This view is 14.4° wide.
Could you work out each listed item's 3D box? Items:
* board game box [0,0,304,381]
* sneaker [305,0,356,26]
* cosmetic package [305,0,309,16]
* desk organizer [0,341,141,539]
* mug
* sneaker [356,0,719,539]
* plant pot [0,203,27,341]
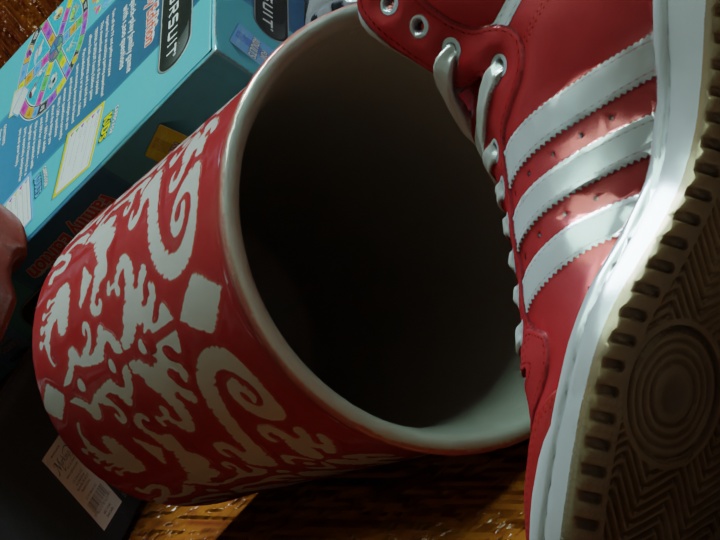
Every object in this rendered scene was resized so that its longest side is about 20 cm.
[{"bbox_3d":[-0.101,-0.056,1.125,0.200,0.047,0.151,-42,29,28],"label":"board game box"},{"bbox_3d":[0.063,-0.105,0.940,0.199,0.088,0.074,3,-17,-44],"label":"sneaker"},{"bbox_3d":[0.022,-0.121,1.235,0.150,0.052,0.200,0,-1,-18],"label":"cosmetic package"},{"bbox_3d":[-0.145,0.110,1.022,0.077,0.072,0.200,-37,12,21],"label":"desk organizer"},{"bbox_3d":[-0.002,0.011,0.909,0.200,0.177,0.134,-27,59,60],"label":"mug"},{"bbox_3d":[0.048,-0.017,0.685,0.112,0.071,0.201,4,76,43],"label":"sneaker"},{"bbox_3d":[-0.239,-0.009,1.030,0.201,0.195,0.201,-43,26,27],"label":"plant pot"}]
